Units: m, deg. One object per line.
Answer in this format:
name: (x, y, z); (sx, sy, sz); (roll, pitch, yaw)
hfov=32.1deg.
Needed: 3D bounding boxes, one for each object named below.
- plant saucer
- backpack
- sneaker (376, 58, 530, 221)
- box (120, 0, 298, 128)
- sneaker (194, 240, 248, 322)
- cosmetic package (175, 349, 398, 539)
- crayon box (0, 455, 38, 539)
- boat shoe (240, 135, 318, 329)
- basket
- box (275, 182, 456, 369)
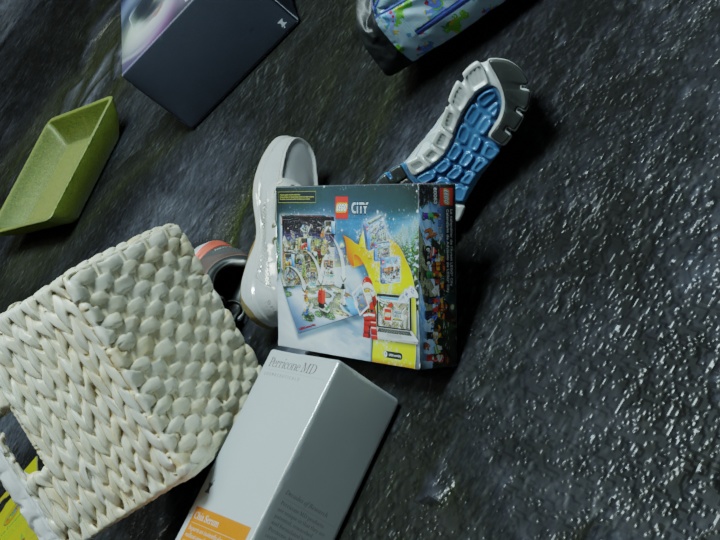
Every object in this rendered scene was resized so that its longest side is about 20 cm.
plant saucer: (-0.414, -0.132, 1.734); (0.199, 0.048, 0.201); (-7, 55, 50)
backpack: (0.091, -0.295, 1.148); (0.199, 0.154, 0.164); (-13, 42, 31)
sneaker: (0.076, -0.089, 1.035); (0.200, 0.075, 0.087); (-50, -2, 20)
box: (-0.193, -0.322, 1.552); (0.200, 0.123, 0.199); (-42, 35, 20)
sneaker: (-0.162, 0.060, 1.189); (0.082, 0.077, 0.201); (9, 68, 49)
cosmetic package: (-0.063, 0.167, 0.951); (0.101, 0.071, 0.201); (2, 61, 54)
crayon box: (-0.324, 0.289, 1.204); (0.127, 0.051, 0.200); (-47, 33, 12)
boat shoe: (-0.058, -0.044, 1.156); (0.069, 0.071, 0.201); (-22, 52, 39)
basket: (-0.201, 0.092, 1.038); (0.160, 0.199, 0.200); (-30, 3, 24)
box: (0.000, 0.000, 0.998); (0.199, 0.037, 0.138); (5, 96, 54)
